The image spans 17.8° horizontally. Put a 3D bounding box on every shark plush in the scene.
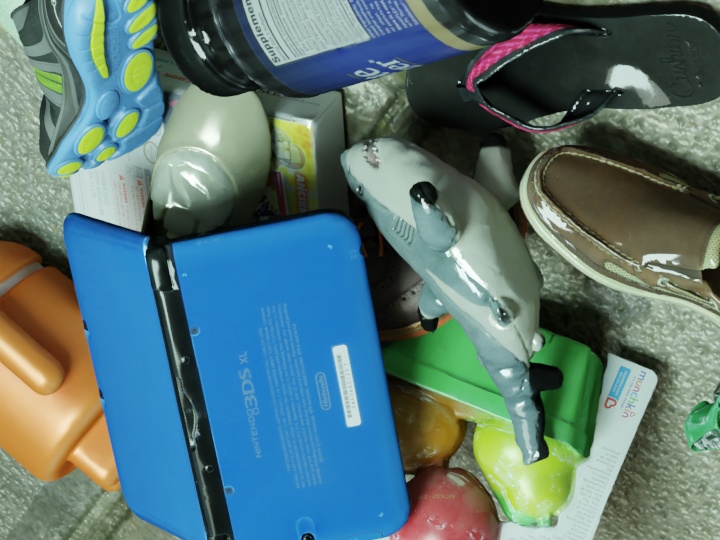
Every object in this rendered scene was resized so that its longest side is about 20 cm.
[{"bbox_3d":[0.063,0.009,1.288,0.083,0.091,0.200,-18,113,39],"label":"shark plush"}]

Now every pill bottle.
[{"bbox_3d":[-0.009,-0.155,1.227,0.200,0.112,0.112,-12,117,40],"label":"pill bottle"}]

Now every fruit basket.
[{"bbox_3d":[0.057,0.121,1.361,0.185,0.094,0.201,20,89,18],"label":"fruit basket"}]

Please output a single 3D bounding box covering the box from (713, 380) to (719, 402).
[{"bbox_3d":[0.307,0.133,1.303,0.199,0.041,0.156,7,127,30],"label":"box"}]

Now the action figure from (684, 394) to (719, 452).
[{"bbox_3d":[0.260,0.084,1.224,0.200,0.055,0.118,-3,147,42],"label":"action figure"}]

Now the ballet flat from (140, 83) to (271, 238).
[{"bbox_3d":[-0.101,-0.028,1.360,0.069,0.070,0.200,29,135,10],"label":"ballet flat"}]

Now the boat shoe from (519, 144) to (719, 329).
[{"bbox_3d":[0.184,-0.016,1.233,0.202,0.075,0.075,26,161,-1],"label":"boat shoe"}]

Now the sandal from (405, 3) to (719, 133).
[{"bbox_3d":[0.104,-0.107,1.239,0.199,0.045,0.075,-2,124,35],"label":"sandal"}]

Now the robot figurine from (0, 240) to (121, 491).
[{"bbox_3d":[-0.219,0.061,1.536,0.200,0.144,0.117,41,121,6],"label":"robot figurine"}]

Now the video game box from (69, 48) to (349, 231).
[{"bbox_3d":[-0.094,-0.039,1.425,0.182,0.047,0.201,17,132,24],"label":"video game box"}]

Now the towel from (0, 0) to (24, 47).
[{"bbox_3d":[-0.187,-0.222,1.355,0.153,0.023,0.200,49,135,-11],"label":"towel"}]

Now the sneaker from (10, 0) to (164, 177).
[{"bbox_3d":[-0.158,-0.125,1.320,0.083,0.071,0.200,56,157,25],"label":"sneaker"}]

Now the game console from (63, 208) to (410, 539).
[{"bbox_3d":[-0.073,0.058,1.332,0.170,0.118,0.201,-11,110,-1],"label":"game console"}]

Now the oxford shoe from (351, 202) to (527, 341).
[{"bbox_3d":[0.000,0.000,1.333,0.199,0.071,0.073,-25,136,15],"label":"oxford shoe"}]
